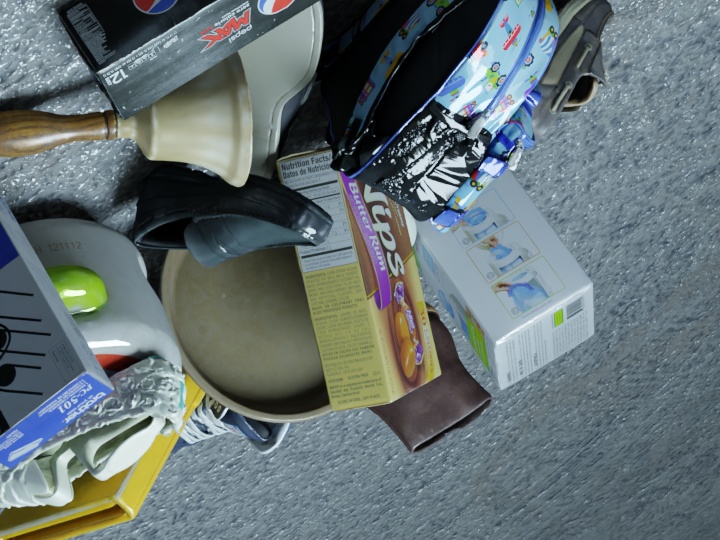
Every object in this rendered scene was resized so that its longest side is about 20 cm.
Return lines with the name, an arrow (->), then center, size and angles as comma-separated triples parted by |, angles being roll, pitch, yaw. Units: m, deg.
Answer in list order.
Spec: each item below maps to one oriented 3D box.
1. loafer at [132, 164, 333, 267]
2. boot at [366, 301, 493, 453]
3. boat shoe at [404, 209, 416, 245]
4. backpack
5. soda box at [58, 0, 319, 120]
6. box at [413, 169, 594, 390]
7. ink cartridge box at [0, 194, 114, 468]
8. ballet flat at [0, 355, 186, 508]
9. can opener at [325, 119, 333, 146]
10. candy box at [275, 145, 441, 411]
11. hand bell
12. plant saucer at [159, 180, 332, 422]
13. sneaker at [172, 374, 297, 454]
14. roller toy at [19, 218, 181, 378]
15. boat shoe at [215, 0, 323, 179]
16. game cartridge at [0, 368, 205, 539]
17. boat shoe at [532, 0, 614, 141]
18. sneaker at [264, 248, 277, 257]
loafer -> -0.099, -0.034, 1.467 | 0.068, 0.200, 0.070 | 36, 72, -41
boot -> 0.005, 0.104, 1.836 | 0.200, 0.166, 0.072 | -26, 152, -18
boat shoe -> -0.007, -0.005, 1.705 | 0.072, 0.070, 0.201 | -55, 178, -28
backpack -> 0.071, -0.156, 1.460 | 0.134, 0.183, 0.200 | 30, 113, -27
soda box -> -0.101, -0.191, 1.338 | 0.200, 0.063, 0.071 | -32, 154, -5
box -> 0.111, -0.015, 1.724 | 0.101, 0.200, 0.113 | -30, 155, -7
ink cartridge box -> -0.260, 0.032, 1.367 | 0.094, 0.200, 0.044 | -37, 150, 4
ballet flat -> -0.213, 0.133, 1.441 | 0.200, 0.072, 0.072 | -32, 155, 12
can opener -> 0.061, -0.127, 1.633 | 0.200, 0.063, 0.079 | -23, 155, -23
candy box -> 0.000, 0.000, 1.528 | 0.056, 0.200, 0.117 | -10, -177, 23
hand bell -> -0.186, -0.102, 1.382 | 0.200, 0.104, 0.104 | -6, 145, -16
plant saucer -> -0.071, 0.026, 1.584 | 0.200, 0.200, 0.029 | -21, 176, -26
sneaker -> -0.127, 0.123, 1.652 | 0.200, 0.109, 0.070 | -37, 123, 24
roller toy -> -0.242, 0.055, 1.501 | 0.200, 0.140, 0.182 | -40, 144, 22
boat shoe -> -0.069, -0.152, 1.471 | 0.063, 0.073, 0.200 | -69, 179, -47
game cartridge -> -0.203, 0.137, 1.612 | 0.176, 0.032, 0.200 | -21, -151, 43
boat shoe -> 0.164, -0.164, 1.619 | 0.200, 0.073, 0.074 | -45, -179, -43
sneaker -> -0.085, 0.021, 1.701 | 0.082, 0.073, 0.200 | -17, 149, -36
